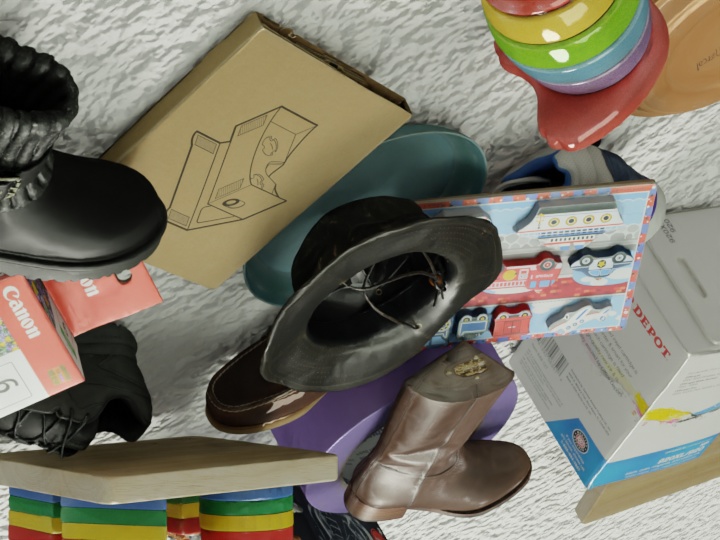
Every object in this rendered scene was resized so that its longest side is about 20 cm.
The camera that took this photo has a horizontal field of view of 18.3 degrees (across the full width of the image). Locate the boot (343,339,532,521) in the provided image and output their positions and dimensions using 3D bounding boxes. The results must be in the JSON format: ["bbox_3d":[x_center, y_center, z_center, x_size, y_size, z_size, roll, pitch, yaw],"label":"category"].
[{"bbox_3d":[0.092,0.124,1.808,0.186,0.064,0.200,-12,146,-31],"label":"boot"}]

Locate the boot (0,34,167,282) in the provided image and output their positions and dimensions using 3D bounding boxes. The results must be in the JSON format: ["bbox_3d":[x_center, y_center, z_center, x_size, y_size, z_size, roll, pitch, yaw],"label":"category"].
[{"bbox_3d":[-0.192,-0.069,1.343,0.211,0.079,0.158,-1,142,-33],"label":"boot"}]

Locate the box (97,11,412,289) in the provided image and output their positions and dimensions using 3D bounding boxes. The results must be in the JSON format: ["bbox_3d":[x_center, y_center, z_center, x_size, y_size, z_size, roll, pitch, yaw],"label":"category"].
[{"bbox_3d":[-0.084,-0.074,1.494,0.200,0.021,0.163,-41,141,20],"label":"box"}]

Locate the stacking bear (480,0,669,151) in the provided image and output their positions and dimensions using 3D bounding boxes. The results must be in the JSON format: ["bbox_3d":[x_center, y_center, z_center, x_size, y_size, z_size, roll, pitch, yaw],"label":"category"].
[{"bbox_3d":[0.120,-0.186,1.442,0.114,0.121,0.200,-32,146,8],"label":"stacking bear"}]

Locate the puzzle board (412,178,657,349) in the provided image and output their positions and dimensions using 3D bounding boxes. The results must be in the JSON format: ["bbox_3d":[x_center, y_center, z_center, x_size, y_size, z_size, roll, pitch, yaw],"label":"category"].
[{"bbox_3d":[0.120,0.000,1.704,0.200,0.017,0.151,-6,134,-13],"label":"puzzle board"}]

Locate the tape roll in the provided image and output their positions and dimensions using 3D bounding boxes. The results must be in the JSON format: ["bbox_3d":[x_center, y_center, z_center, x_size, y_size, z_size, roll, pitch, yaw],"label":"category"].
[{"bbox_3d":[0.026,0.114,1.881,0.200,0.085,0.200,-22,152,-12],"label":"tape roll"}]

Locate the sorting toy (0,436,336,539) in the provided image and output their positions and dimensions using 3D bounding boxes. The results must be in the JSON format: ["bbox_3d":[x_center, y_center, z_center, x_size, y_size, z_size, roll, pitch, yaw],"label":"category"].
[{"bbox_3d":[-0.153,0.172,1.675,0.200,0.070,0.199,-2,-178,-37],"label":"sorting toy"}]

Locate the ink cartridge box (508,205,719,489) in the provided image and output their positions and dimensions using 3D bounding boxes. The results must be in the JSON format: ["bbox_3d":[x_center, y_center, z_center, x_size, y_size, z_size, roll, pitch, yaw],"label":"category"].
[{"bbox_3d":[0.257,0.065,1.954,0.145,0.147,0.200,-10,148,-34],"label":"ink cartridge box"}]

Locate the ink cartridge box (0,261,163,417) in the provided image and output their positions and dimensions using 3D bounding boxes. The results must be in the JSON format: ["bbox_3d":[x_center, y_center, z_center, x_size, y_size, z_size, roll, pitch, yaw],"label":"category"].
[{"bbox_3d":[-0.236,0.037,1.470,0.200,0.050,0.109,-23,130,1],"label":"ink cartridge box"}]

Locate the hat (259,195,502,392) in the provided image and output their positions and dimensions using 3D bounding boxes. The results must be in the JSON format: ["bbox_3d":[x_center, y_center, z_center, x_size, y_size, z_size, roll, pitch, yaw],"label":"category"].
[{"bbox_3d":[0.000,0.000,1.606,0.200,0.081,0.201,-24,153,-13],"label":"hat"}]

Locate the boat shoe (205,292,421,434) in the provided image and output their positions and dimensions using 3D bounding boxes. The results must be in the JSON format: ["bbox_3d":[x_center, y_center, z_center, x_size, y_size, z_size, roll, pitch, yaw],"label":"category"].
[{"bbox_3d":[-0.034,0.059,1.750,0.200,0.070,0.070,-28,150,-20],"label":"boat shoe"}]

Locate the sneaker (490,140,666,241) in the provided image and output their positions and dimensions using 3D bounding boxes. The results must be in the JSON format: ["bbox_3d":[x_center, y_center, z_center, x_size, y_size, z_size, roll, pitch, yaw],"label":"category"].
[{"bbox_3d":[0.129,-0.030,1.760,0.200,0.081,0.146,-38,141,29],"label":"sneaker"}]

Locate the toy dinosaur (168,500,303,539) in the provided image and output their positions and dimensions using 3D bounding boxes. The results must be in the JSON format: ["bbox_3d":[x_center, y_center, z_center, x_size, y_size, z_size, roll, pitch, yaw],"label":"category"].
[{"bbox_3d":[-0.101,0.218,1.851,0.102,0.200,0.136,-46,179,4],"label":"toy dinosaur"}]

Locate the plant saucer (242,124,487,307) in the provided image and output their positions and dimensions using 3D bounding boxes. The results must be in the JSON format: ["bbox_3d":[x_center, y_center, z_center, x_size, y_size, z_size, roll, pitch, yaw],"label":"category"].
[{"bbox_3d":[0.000,-0.044,1.648,0.200,0.027,0.200,-23,153,-12],"label":"plant saucer"}]

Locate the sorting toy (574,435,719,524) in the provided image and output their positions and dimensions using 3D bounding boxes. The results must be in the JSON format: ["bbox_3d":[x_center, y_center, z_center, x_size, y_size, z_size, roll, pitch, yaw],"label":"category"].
[{"bbox_3d":[0.318,0.151,2.248,0.200,0.070,0.199,-15,150,-27],"label":"sorting toy"}]

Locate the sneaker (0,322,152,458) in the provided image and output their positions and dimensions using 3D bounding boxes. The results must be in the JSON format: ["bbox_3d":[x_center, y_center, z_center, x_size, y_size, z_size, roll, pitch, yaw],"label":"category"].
[{"bbox_3d":[-0.231,0.089,1.581,0.200,0.091,0.076,-6,146,-37],"label":"sneaker"}]

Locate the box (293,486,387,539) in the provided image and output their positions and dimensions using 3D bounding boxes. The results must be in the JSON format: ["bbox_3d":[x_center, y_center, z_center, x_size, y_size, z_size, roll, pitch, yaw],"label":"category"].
[{"bbox_3d":[-0.033,0.290,2.017,0.104,0.182,0.200,-36,153,12],"label":"box"}]

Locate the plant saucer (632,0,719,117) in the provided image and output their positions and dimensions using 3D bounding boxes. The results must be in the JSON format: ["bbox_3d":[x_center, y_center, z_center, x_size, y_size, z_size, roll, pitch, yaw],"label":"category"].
[{"bbox_3d":[0.271,-0.182,1.674,0.200,0.032,0.200,-22,152,-13],"label":"plant saucer"}]
